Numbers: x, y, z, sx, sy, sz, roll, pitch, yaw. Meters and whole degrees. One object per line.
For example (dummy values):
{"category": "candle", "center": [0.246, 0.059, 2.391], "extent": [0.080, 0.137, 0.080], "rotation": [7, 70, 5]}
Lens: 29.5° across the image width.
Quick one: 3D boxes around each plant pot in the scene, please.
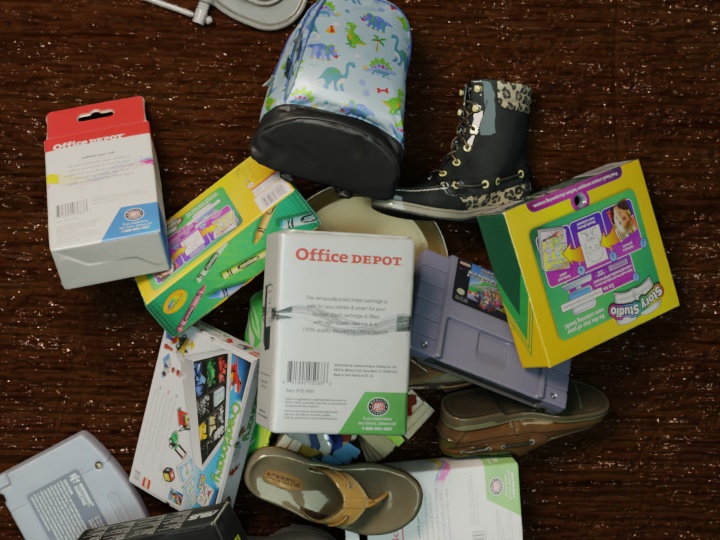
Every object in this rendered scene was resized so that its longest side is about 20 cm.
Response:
{"category": "plant pot", "center": [0.000, 0.000, 1.530], "extent": [0.198, 0.027, 0.202], "rotation": [0, 96, -4]}

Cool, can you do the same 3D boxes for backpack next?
{"category": "backpack", "center": [-0.018, -0.196, 1.435], "extent": [0.162, 0.201, 0.154], "rotation": [17, 131, -7]}

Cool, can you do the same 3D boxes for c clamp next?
{"category": "c clamp", "center": [-0.125, -0.351, 1.486], "extent": [0.170, 0.027, 0.201], "rotation": [25, 94, -6]}

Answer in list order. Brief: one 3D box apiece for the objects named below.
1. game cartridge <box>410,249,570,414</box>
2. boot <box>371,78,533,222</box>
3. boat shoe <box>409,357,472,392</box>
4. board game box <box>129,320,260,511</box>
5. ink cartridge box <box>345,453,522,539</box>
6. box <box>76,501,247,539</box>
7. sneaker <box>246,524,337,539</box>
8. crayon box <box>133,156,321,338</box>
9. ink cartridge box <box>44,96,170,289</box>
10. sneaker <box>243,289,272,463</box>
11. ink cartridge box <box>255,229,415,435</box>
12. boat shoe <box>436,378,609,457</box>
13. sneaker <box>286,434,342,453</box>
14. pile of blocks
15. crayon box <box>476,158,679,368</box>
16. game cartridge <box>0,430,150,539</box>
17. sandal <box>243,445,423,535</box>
{"category": "game cartridge", "center": [0.143, 0.065, 1.497], "extent": [0.199, 0.038, 0.131], "rotation": [22, 63, -17]}
{"category": "boot", "center": [0.104, -0.130, 1.485], "extent": [0.202, 0.073, 0.155], "rotation": [0, 93, -28]}
{"category": "boat shoe", "center": [0.101, 0.099, 1.523], "extent": [0.198, 0.072, 0.073], "rotation": [-10, 72, -27]}
{"category": "board game box", "center": [-0.176, 0.162, 1.481], "extent": [0.126, 0.035, 0.202], "rotation": [24, 106, 28]}
{"category": "ink cartridge box", "center": [0.079, 0.275, 1.541], "extent": [0.198, 0.067, 0.118], "rotation": [-4, 95, -3]}
{"category": "box", "center": [-0.188, 0.352, 1.464], "extent": [0.198, 0.048, 0.194], "rotation": [-14, 112, 26]}
{"category": "sneaker", "center": [-0.115, 0.324, 1.505], "extent": [0.198, 0.091, 0.077], "rotation": [-1, 94, 9]}
{"category": "crayon box", "center": [-0.150, -0.033, 1.464], "extent": [0.199, 0.119, 0.058], "rotation": [-38, 124, 1]}
{"category": "ink cartridge box", "center": [-0.270, -0.086, 1.451], "extent": [0.115, 0.068, 0.201], "rotation": [-10, 52, -3]}
{"category": "sneaker", "center": [-0.129, 0.120, 1.508], "extent": [0.083, 0.074, 0.202], "rotation": [9, 95, -9]}
{"category": "ink cartridge box", "center": [-0.026, 0.062, 1.392], "extent": [0.145, 0.083, 0.202], "rotation": [4, 90, -16]}
{"category": "boat shoe", "center": [0.181, 0.169, 1.545], "extent": [0.198, 0.072, 0.069], "rotation": [-2, 123, -10]}
{"category": "sneaker", "center": [-0.014, 0.101, 1.477], "extent": [0.088, 0.075, 0.201], "rotation": [30, 100, 19]}
{"category": "pile of blocks", "center": [-0.010, 0.189, 1.529], "extent": [0.198, 0.062, 0.083], "rotation": [-23, 97, -1]}
{"category": "crayon box", "center": [0.240, -0.009, 1.491], "extent": [0.199, 0.058, 0.174], "rotation": [-21, 98, -29]}
{"category": "game cartridge", "center": [-0.305, 0.288, 1.532], "extent": [0.132, 0.042, 0.201], "rotation": [-27, 97, -5]}
{"category": "sandal", "center": [-0.033, 0.240, 1.474], "extent": [0.198, 0.054, 0.081], "rotation": [13, 96, 3]}
